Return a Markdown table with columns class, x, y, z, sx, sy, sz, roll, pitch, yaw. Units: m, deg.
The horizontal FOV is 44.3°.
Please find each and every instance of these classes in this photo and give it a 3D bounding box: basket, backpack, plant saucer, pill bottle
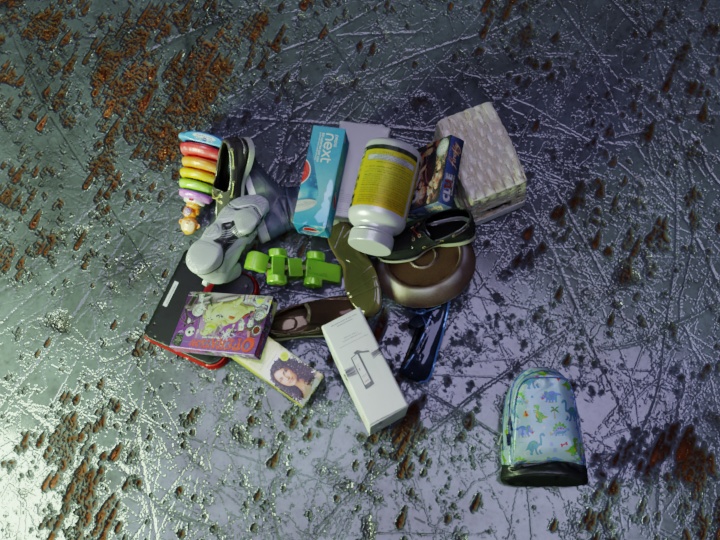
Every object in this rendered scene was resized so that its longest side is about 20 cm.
| class | x | y | z | sx | sy | sz | roll | pitch | yaw |
| --- | --- | --- | --- | --- | --- | --- | --- | --- | --- |
| basket | 0.236 | -0.212 | 1.740 | 0.134 | 0.124 | 0.202 | -21 | 75 | -3 |
| backpack | 0.330 | 0.278 | 1.603 | 0.161 | 0.154 | 0.202 | 0 | 61 | 10 |
| plant saucer | 0.122 | -0.020 | 1.702 | 0.197 | 0.032 | 0.202 | -8 | 52 | 10 |
| pill bottle | 0.040 | -0.136 | 1.654 | 0.111 | 0.113 | 0.203 | 13 | 74 | 6 |

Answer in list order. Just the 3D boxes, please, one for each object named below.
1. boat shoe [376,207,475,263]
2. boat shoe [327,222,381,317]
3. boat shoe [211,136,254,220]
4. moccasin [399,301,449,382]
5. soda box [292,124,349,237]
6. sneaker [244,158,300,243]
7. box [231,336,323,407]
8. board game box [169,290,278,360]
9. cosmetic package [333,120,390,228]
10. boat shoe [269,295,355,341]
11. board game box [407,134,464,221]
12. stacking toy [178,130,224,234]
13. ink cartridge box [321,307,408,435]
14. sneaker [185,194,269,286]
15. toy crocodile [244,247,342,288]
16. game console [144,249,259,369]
| class | x | y | z | sx | sy | sz | roll | pitch | yaw |
| --- | --- | --- | --- | --- | --- | --- | --- | --- | --- |
| boat shoe | 0.121 | -0.070 | 1.683 | 0.199 | 0.063 | 0.074 | -15 | 53 | 5 |
| boat shoe | -0.001 | 0.000 | 1.716 | 0.071 | 0.066 | 0.203 | -31 | 67 | 15 |
| boat shoe | -0.262 | -0.167 | 1.732 | 0.060 | 0.203 | 0.072 | -5 | 33 | -38 |
| moccasin | 0.122 | 0.109 | 1.677 | 0.067 | 0.080 | 0.203 | 16 | 74 | -7 |
| soda box | -0.074 | -0.171 | 1.691 | 0.067 | 0.064 | 0.203 | 9 | 75 | 9 |
| sneaker | -0.159 | -0.169 | 1.771 | 0.144 | 0.077 | 0.205 | -18 | 75 | -1 |
| box | -0.170 | 0.173 | 1.677 | 0.199 | 0.050 | 0.076 | 34 | 77 | 3 |
| board game box | -0.256 | 0.101 | 1.653 | 0.198 | 0.032 | 0.122 | 2 | 66 | 28 |
| cosmetic package | -0.006 | -0.186 | 1.765 | 0.106 | 0.085 | 0.203 | 11 | 75 | 5 |
| boat shoe | -0.092 | 0.092 | 1.697 | 0.200 | 0.075 | 0.076 | -17 | 74 | -2 |
| board game box | 0.117 | -0.170 | 1.703 | 0.034 | 0.199 | 0.137 | 19 | 73 | -27 |
| stacking toy | -0.327 | -0.171 | 1.779 | 0.114 | 0.110 | 0.203 | 14 | 87 | 5 |
| ink cartridge box | 0.009 | 0.188 | 1.629 | 0.083 | 0.146 | 0.202 | -25 | 76 | -6 |
| sneaker | -0.249 | -0.054 | 1.702 | 0.075 | 0.115 | 0.200 | 37 | 72 | 18 |
| toy crocodile | -0.127 | -0.002 | 1.716 | 0.197 | 0.062 | 0.069 | 6 | 76 | -24 |
| game console | -0.309 | 0.077 | 1.740 | 0.175 | 0.031 | 0.202 | 22 | 76 | 12 |
